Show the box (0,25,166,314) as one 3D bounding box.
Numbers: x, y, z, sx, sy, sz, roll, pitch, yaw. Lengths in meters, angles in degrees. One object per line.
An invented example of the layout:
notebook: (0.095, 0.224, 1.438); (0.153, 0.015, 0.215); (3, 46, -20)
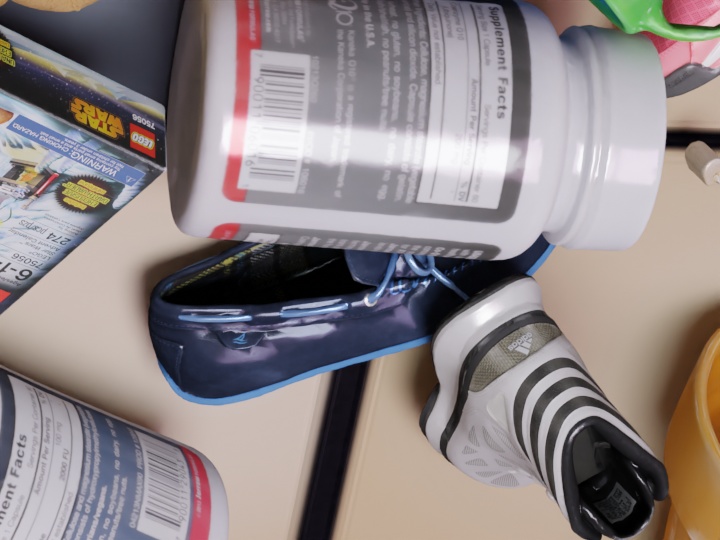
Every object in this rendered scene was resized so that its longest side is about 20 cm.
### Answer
box: (-0.198, -0.057, 1.170); (0.199, 0.040, 0.137); (25, 134, -32)

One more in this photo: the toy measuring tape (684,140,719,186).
toy measuring tape: (0.247, -0.040, 1.387); (0.199, 0.074, 0.074); (24, 107, -33)

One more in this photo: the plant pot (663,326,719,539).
plant pot: (0.230, 0.147, 1.427); (0.199, 0.201, 0.184); (0, 134, -23)

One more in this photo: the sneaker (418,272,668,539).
sneaker: (0.086, 0.090, 1.323); (0.075, 0.116, 0.201); (-31, 159, -6)

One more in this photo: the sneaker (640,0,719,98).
sneaker: (0.163, -0.173, 1.285); (0.086, 0.074, 0.201); (29, 101, -19)

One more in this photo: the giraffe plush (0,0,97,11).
giraffe plush: (-0.123, -0.169, 1.093); (0.172, 0.162, 0.200); (-38, 126, 2)

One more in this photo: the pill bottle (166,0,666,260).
pill bottle: (0.022, -0.064, 1.228); (0.199, 0.114, 0.115); (4, 117, -13)

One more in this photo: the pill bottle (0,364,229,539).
pill bottle: (-0.169, 0.101, 1.259); (0.199, 0.120, 0.120); (26, 106, -32)

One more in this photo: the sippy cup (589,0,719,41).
sippy cup: (0.114, -0.192, 1.198); (0.130, 0.140, 0.178); (-44, 127, 4)

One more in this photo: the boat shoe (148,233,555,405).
boat shoe: (0.000, 0.000, 1.293); (0.199, 0.084, 0.069); (-28, 137, -9)
